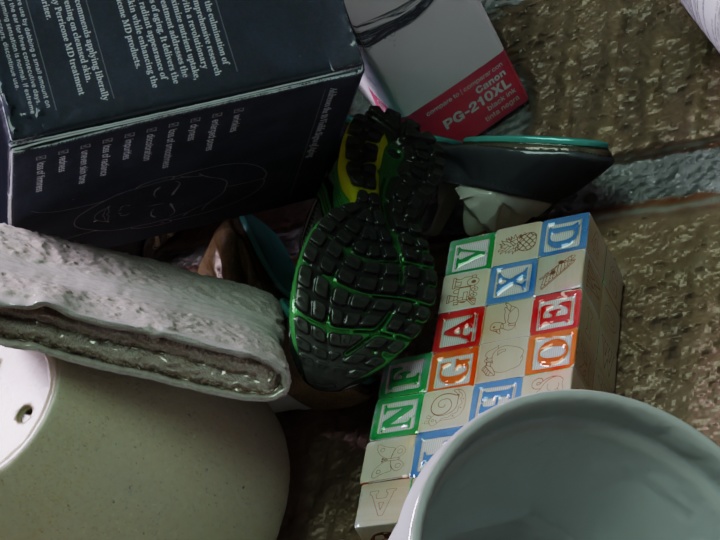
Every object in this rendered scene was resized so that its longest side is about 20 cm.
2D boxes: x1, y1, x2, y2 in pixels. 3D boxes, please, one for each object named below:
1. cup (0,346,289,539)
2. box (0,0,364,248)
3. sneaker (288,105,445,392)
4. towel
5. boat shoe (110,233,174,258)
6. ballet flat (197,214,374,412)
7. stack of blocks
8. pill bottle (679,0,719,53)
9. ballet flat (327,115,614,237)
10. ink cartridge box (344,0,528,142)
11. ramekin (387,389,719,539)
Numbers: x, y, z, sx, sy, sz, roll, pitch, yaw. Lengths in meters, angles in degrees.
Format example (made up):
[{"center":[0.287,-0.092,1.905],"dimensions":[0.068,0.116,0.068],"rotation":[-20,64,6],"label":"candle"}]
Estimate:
[{"center":[-0.161,0.109,1.202],"dimensions":[0.200,0.143,0.201],"rotation":[-22,46,25],"label":"cup"},{"center":[-0.118,-0.106,1.252],"dimensions":[0.196,0.200,0.124],"rotation":[-12,74,-13],"label":"box"},{"center":[0.000,0.000,1.240],"dimensions":[0.200,0.078,0.085],"rotation":[-73,9,-49],"label":"sneaker"},{"center":[-0.135,0.018,1.177],"dimensions":[0.199,0.035,0.133],"rotation":[13,16,-8],"label":"towel"},{"center":[-0.151,-0.049,1.442],"dimensions":[0.073,0.075,0.200],"rotation":[-8,46,26],"label":"boat shoe"},{"center":[-0.054,0.039,1.301],"dimensions":[0.072,0.068,0.200],"rotation":[-49,39,10],"label":"ballet flat"},{"center":[0.073,0.069,1.184],"dimensions":[0.115,0.059,0.200],"rotation":[-11,43,24],"label":"stack of blocks"},{"center":[0.243,-0.183,1.297],"dimensions":[0.113,0.113,0.200],"rotation":[-29,40,3],"label":"pill bottle"},{"center":[0.061,-0.052,1.321],"dimensions":[0.200,0.073,0.073],"rotation":[8,53,34],"label":"ballet flat"},{"center":[0.009,-0.188,1.383],"dimensions":[0.084,0.200,0.145],"rotation":[-34,39,-3],"label":"ink cartridge box"},{"center":[0.093,0.164,0.972],"dimensions":[0.105,0.200,0.200],"rotation":[-55,12,51],"label":"ramekin"}]
